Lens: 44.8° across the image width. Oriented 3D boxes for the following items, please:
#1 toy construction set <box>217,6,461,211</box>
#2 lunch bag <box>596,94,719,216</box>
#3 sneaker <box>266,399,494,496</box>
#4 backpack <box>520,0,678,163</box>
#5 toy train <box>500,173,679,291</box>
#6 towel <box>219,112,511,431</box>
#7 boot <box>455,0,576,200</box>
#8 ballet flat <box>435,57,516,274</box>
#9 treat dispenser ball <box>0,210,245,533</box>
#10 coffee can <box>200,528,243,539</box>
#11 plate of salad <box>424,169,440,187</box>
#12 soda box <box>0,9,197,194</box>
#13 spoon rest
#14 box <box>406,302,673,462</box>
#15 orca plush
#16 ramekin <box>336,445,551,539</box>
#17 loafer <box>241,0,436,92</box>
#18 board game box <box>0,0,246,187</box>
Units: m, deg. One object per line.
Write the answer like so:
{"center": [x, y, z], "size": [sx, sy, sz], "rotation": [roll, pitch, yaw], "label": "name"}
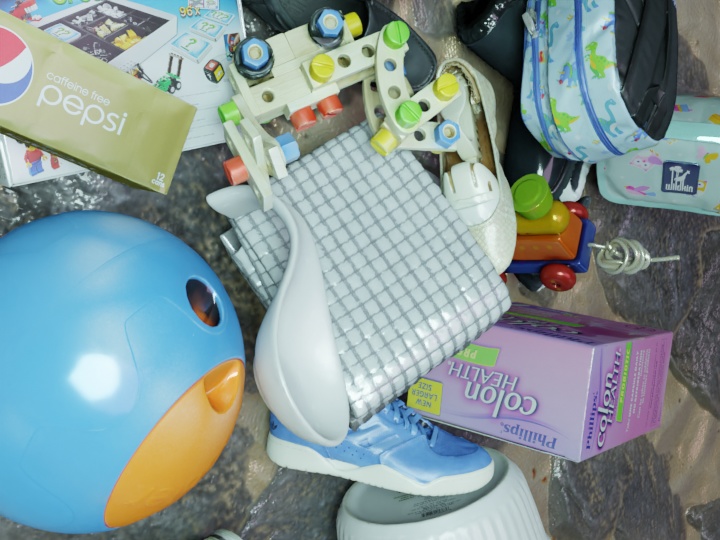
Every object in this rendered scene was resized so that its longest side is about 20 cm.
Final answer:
{"center": [-0.025, -0.118, 0.637], "size": [0.198, 0.092, 0.133], "rotation": [-26, 90, -30], "label": "toy construction set"}
{"center": [0.333, -0.121, 0.895], "size": [0.200, 0.168, 0.124], "rotation": [-1, 101, -69], "label": "lunch bag"}
{"center": [0.021, 0.119, 0.747], "size": [0.077, 0.197, 0.113], "rotation": [-37, 135, -78], "label": "sneaker"}
{"center": [0.214, -0.193, 0.770], "size": [0.163, 0.152, 0.203], "rotation": [33, 43, -48], "label": "backpack"}
{"center": [0.173, -0.044, 0.784], "size": [0.116, 0.198, 0.086], "rotation": [45, 54, -46], "label": "toy train"}
{"center": [0.000, 0.000, 0.703], "size": [0.165, 0.086, 0.201], "rotation": [-33, 77, -13], "label": "towel"}
{"center": [0.147, -0.180, 0.841], "size": [0.167, 0.076, 0.203], "rotation": [28, 74, -41], "label": "boot"}
{"center": [0.088, -0.092, 0.748], "size": [0.062, 0.067, 0.203], "rotation": [38, 41, -55], "label": "ballet flat"}
{"center": [-0.173, 0.063, 0.563], "size": [0.199, 0.200, 0.204], "rotation": [-7, 102, -36], "label": "treat dispenser ball"}
{"center": [-0.162, 0.304, 0.647], "size": [0.198, 0.145, 0.149], "rotation": [-19, 109, -33], "label": "coffee can"}
{"center": [0.038, 0.003, 0.811], "size": [0.198, 0.048, 0.204], "rotation": [-7, 102, -37], "label": "plate of salad"}
{"center": [-0.207, -0.114, 0.546], "size": [0.198, 0.067, 0.065], "rotation": [22, 86, -38], "label": "soda box"}
{"center": [-0.050, 0.025, 0.605], "size": [0.099, 0.060, 0.202], "rotation": [27, 38, -63], "label": "spoon rest"}
{"center": [0.171, 0.094, 0.821], "size": [0.199, 0.174, 0.098], "rotation": [-2, 99, -52], "label": "box"}
{"center": [0.190, -0.080, 0.901], "size": [0.070, 0.105, 0.202], "rotation": [29, 82, -5], "label": "orca plush"}
{"center": [0.071, 0.239, 0.789], "size": [0.198, 0.199, 0.107], "rotation": [-20, 100, -33], "label": "ramekin"}
{"center": [-0.009, -0.195, 0.720], "size": [0.199, 0.070, 0.069], "rotation": [20, 105, -37], "label": "loafer"}
{"center": [-0.172, -0.144, 0.632], "size": [0.198, 0.034, 0.128], "rotation": [-18, 109, -34], "label": "board game box"}
